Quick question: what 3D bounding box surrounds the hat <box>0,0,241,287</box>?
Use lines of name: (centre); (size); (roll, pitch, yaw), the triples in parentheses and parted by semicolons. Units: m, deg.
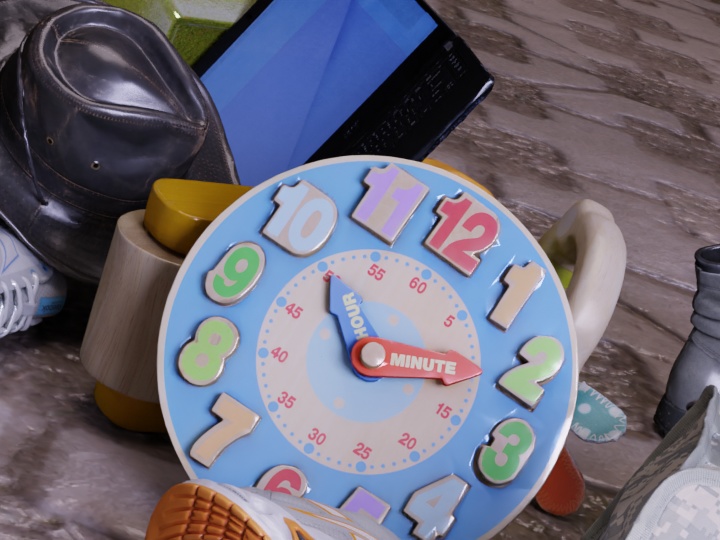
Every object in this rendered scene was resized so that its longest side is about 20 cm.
hat: (-0.136, -0.093, 1.063); (0.200, 0.081, 0.201); (19, 52, -26)

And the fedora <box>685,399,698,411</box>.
fedora: (0.223, 0.140, 0.916); (0.177, 0.091, 0.200); (28, 3, 27)

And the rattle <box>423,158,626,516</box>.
rattle: (0.074, 0.025, 1.067); (0.143, 0.130, 0.200); (44, 39, -23)

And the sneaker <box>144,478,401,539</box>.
sneaker: (0.008, 0.139, 0.797); (0.200, 0.076, 0.092); (28, 17, 32)

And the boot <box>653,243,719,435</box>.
boot: (0.286, 0.058, 1.176); (0.199, 0.131, 0.068); (11, 18, -14)

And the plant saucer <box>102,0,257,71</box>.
plant saucer: (-0.094, -0.115, 1.283); (0.199, 0.201, 0.048); (3, 34, -34)

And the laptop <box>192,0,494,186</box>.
laptop: (-0.029, -0.102, 1.138); (0.103, 0.177, 0.200); (42, 10, -16)

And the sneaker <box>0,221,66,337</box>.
sneaker: (-0.197, 0.009, 1.018); (0.086, 0.075, 0.200); (16, 17, -17)

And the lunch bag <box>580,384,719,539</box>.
lunch bag: (0.160, 0.153, 0.744); (0.164, 0.118, 0.200); (38, 20, 4)

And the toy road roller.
toy road roller: (-0.029, 0.042, 0.974); (0.199, 0.123, 0.146); (6, 24, -29)

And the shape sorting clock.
shape sorting clock: (0.004, 0.043, 0.896); (0.199, 0.201, 0.039); (16, -15, 0)
